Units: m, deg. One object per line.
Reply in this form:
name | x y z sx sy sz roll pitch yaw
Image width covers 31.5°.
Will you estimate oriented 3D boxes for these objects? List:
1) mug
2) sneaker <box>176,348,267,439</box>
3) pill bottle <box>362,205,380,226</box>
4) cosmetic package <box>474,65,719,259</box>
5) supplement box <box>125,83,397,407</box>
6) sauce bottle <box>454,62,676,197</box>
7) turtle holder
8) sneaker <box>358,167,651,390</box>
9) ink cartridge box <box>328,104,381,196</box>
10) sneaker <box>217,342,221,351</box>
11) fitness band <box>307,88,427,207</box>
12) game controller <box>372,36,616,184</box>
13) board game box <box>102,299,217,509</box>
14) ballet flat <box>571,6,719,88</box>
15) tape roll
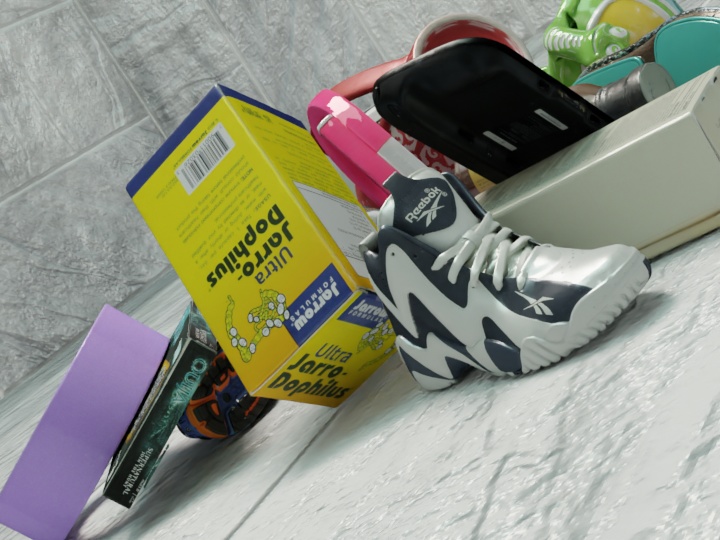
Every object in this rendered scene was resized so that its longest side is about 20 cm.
mug | 0.057 -0.121 1.137 0.176 0.134 0.200 -9 -25 -17
sneaker | -0.094 0.077 1.108 0.200 0.076 0.078 -39 6 -41
pill bottle | 0.000 0.000 1.059 0.106 0.107 0.200 -34 7 -4
cosmetic package | 0.153 -0.043 0.821 0.199 0.073 0.104 -29 9 35
supplement box | -0.059 -0.016 0.907 0.110 0.201 0.109 -45 -29 17
sauce bottle | 0.156 -0.103 0.978 0.065 0.065 0.199 -40 11 -38
turtle holder | 0.239 -0.215 1.182 0.142 0.131 0.186 -67 -26 -12
sneaker | 0.068 -0.010 0.753 0.079 0.130 0.199 -40 10 -30
ink cartridge box | 0.070 -0.132 1.414 0.200 0.148 0.086 -37 8 -18
sneaker | -0.112 0.035 1.207 0.200 0.070 0.094 -46 42 11
fitness band | 0.027 -0.070 1.050 0.037 0.200 0.144 -44 -23 -4
game controller | 0.102 -0.100 0.873 0.104 0.042 0.199 -28 -35 34
board game box | -0.158 0.101 1.032 0.136 0.028 0.200 -61 9 3
ballet flat | 0.239 -0.151 0.953 0.074 0.075 0.200 -37 14 -26
tape roll | -0.237 0.131 1.081 0.201 0.065 0.200 -59 8 14
